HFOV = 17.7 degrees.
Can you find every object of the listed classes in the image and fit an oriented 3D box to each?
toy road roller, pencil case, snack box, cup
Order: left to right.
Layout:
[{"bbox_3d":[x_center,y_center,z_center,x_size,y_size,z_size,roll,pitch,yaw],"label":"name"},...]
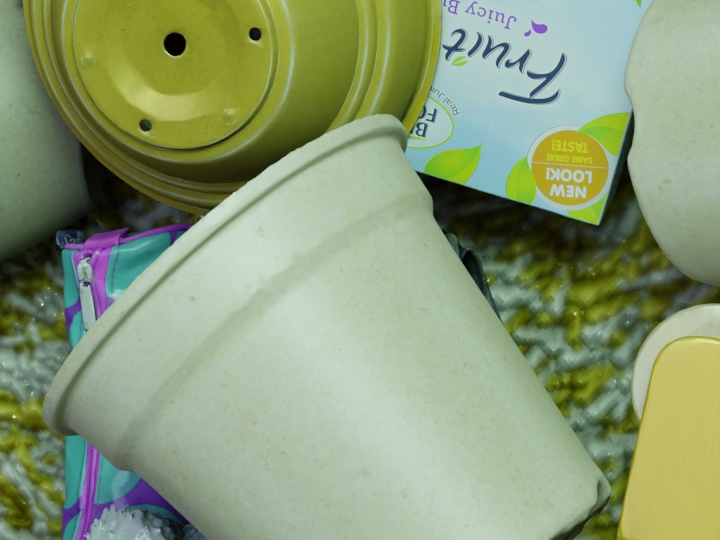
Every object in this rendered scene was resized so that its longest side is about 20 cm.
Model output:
[{"bbox_3d":[-0.207,-0.081,1.181,0.143,0.200,0.201,0,83,3],"label":"cup"},{"bbox_3d":[-0.113,0.078,1.148,0.085,0.092,0.201,-2,84,39],"label":"pencil case"},{"bbox_3d":[0.040,-0.131,1.052,0.199,0.068,0.169,18,110,9],"label":"snack box"},{"bbox_3d":[0.181,0.121,0.979,0.145,0.123,0.201,9,89,14],"label":"toy road roller"}]

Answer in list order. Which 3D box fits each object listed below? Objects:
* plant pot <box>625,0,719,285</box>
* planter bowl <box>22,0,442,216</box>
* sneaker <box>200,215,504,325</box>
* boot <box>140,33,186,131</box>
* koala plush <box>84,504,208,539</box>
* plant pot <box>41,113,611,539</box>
[{"bbox_3d":[0.217,-0.066,0.944,0.183,0.200,0.201,-4,81,38],"label":"plant pot"},{"bbox_3d":[-0.070,-0.106,1.007,0.199,0.083,0.201,5,109,14],"label":"planter bowl"},{"bbox_3d":[0.000,0.000,1.119,0.099,0.071,0.200,-41,64,7],"label":"sneaker"},{"bbox_3d":[-0.091,-0.149,1.144,0.107,0.075,0.201,-30,64,22],"label":"boot"},{"bbox_3d":[-0.045,0.197,1.061,0.184,0.177,0.201,126,133,-61],"label":"koala plush"},{"bbox_3d":[0.000,0.068,0.978,0.200,0.200,0.184,-45,79,16],"label":"plant pot"}]
